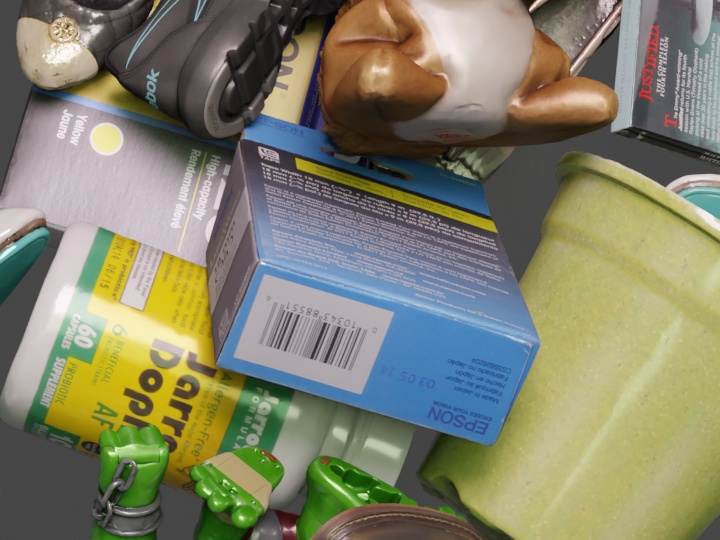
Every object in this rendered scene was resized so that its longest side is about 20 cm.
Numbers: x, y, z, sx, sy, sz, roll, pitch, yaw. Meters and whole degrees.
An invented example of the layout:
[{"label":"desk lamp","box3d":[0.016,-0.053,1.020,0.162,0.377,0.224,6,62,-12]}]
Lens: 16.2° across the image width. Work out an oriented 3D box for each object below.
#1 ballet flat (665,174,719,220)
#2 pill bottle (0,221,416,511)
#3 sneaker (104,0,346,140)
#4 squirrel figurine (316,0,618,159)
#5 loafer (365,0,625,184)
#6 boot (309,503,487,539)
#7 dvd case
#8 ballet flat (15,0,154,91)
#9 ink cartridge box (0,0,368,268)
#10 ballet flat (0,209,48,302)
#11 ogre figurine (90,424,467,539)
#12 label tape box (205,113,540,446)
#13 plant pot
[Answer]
[{"label":"ballet flat","box3d":[0.251,-0.003,1.400,0.199,0.069,0.070,24,73,-7]},{"label":"pill bottle","box3d":[-0.075,0.060,1.291,0.199,0.113,0.113,22,73,-6]},{"label":"sneaker","box3d":[-0.056,-0.155,1.325,0.079,0.076,0.200,20,53,27]},{"label":"squirrel figurine","box3d":[0.038,-0.157,1.283,0.141,0.200,0.188,3,82,-18]},{"label":"loafer","box3d":[0.080,-0.108,1.384,0.072,0.063,0.200,46,71,-6]},{"label":"boot","box3d":[0.056,0.177,1.188,0.075,0.200,0.097,-49,45,8]},{"label":"dvd case","box3d":[0.230,-0.121,1.410,0.199,0.022,0.147,15,73,-29]},{"label":"ballet flat","box3d":[-0.122,-0.182,1.328,0.066,0.057,0.200,30,73,0]},{"label":"ink cartridge box","box3d":[-0.076,-0.090,1.364,0.199,0.047,0.198,15,73,-5]},{"label":"ballet flat","box3d":[-0.237,0.030,1.250,0.069,0.069,0.200,41,106,1]},{"label":"ogre figurine","box3d":[-0.051,0.145,1.226,0.199,0.120,0.098,3,37,-44]},{"label":"label tape box","box3d":[0.000,0.000,1.264,0.144,0.200,0.064,17,111,-12]},{"label":"plant pot","box3d":[0.131,0.071,1.302,0.200,0.200,0.184,37,84,0]}]
